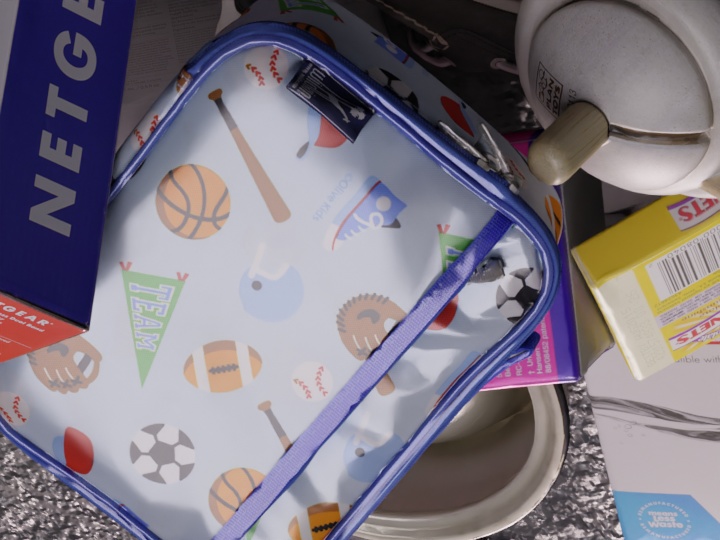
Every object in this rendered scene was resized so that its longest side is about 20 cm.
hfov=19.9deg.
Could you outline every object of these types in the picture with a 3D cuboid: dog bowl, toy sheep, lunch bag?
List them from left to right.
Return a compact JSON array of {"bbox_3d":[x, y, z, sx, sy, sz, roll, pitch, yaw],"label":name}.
[{"bbox_3d":[-0.026,0.011,0.725,0.160,0.076,0.200,39,110,-7],"label":"lunch bag"},{"bbox_3d":[0.013,0.042,1.017,0.198,0.074,0.201,11,133,12],"label":"dog bowl"},{"bbox_3d":[0.125,-0.087,0.744,0.137,0.200,0.139,23,131,29],"label":"toy sheep"}]

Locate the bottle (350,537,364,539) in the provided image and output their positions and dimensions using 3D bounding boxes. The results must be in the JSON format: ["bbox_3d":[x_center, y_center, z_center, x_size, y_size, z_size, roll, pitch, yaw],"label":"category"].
[{"bbox_3d":[0.027,0.183,1.145,0.198,0.066,0.084,13,133,9],"label":"bottle"}]

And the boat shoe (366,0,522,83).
[{"bbox_3d":[0.070,-0.091,0.841,0.198,0.067,0.057,14,116,-20],"label":"boat shoe"}]

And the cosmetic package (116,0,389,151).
[{"bbox_3d":[-0.088,-0.080,0.854,0.198,0.083,0.051,-11,142,-4],"label":"cosmetic package"}]

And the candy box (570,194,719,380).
[{"bbox_3d":[0.184,-0.030,0.827,0.199,0.027,0.102,-30,152,4],"label":"candy box"}]

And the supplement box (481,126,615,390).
[{"bbox_3d":[0.000,0.000,0.873,0.198,0.101,0.104,-5,95,17],"label":"supplement box"}]

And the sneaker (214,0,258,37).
[{"bbox_3d":[-0.046,-0.044,0.780,0.079,0.074,0.202,-1,99,4],"label":"sneaker"}]

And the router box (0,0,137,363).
[{"bbox_3d":[-0.156,-0.057,0.743,0.049,0.202,0.179,25,151,-38],"label":"router box"}]

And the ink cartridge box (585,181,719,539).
[{"bbox_3d":[0.165,0.037,0.948,0.115,0.067,0.201,-1,130,22],"label":"ink cartridge box"}]
